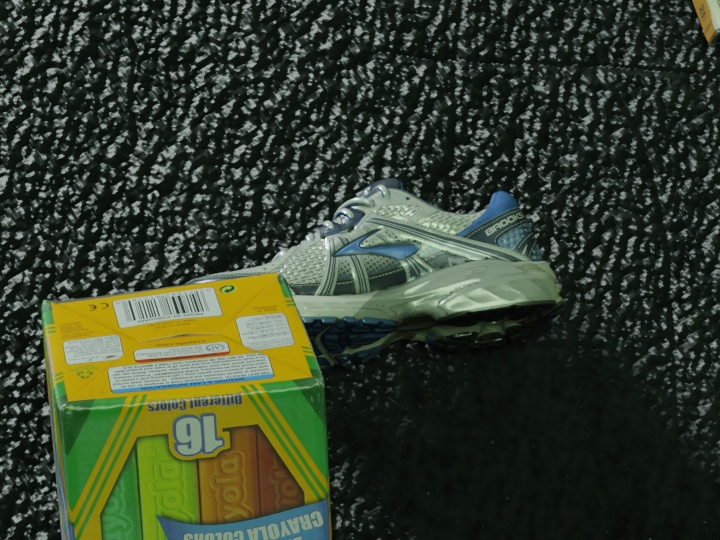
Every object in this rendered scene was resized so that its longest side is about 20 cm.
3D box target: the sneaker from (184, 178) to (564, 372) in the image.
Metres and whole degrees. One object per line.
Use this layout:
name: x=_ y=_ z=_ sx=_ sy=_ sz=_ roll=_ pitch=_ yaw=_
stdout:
sneaker: x=0.000 y=0.000 z=1.399 sx=0.200 sy=0.077 sz=0.085 roll=-5 pitch=67 yaw=-15

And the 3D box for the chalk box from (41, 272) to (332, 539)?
chalk box: x=-0.081 y=0.121 z=1.305 sx=0.125 sy=0.124 sz=0.200 roll=-7 pitch=114 yaw=-8

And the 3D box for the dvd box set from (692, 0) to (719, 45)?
dvd box set: x=0.226 y=-0.237 z=1.496 sx=0.146 sy=0.029 sz=0.200 roll=-18 pitch=80 yaw=-10
